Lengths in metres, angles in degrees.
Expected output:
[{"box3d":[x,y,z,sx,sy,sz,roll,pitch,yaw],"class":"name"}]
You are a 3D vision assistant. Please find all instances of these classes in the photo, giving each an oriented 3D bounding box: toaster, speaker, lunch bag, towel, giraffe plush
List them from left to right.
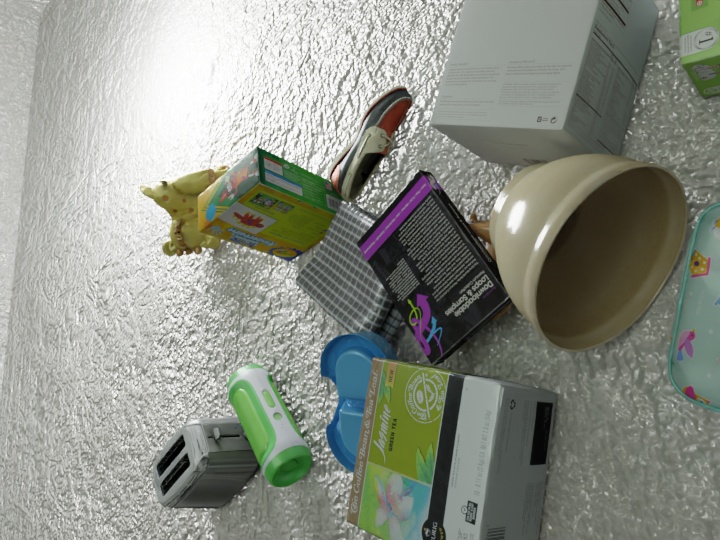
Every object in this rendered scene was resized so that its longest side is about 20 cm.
[{"box3d":[-0.354,-0.119,1.291,0.170,0.199,0.166,-3,105,40],"class":"giraffe plush"},{"box3d":[-0.274,0.341,1.079,0.200,0.128,0.115,-48,49,24],"class":"toaster"},{"box3d":[-0.153,0.252,1.017,0.089,0.088,0.201,-54,47,18],"class":"speaker"},{"box3d":[0.000,0.000,0.936,0.199,0.085,0.168,35,102,45],"class":"towel"},{"box3d":[0.367,0.035,0.536,0.159,0.076,0.205,21,108,51],"class":"lunch bag"}]

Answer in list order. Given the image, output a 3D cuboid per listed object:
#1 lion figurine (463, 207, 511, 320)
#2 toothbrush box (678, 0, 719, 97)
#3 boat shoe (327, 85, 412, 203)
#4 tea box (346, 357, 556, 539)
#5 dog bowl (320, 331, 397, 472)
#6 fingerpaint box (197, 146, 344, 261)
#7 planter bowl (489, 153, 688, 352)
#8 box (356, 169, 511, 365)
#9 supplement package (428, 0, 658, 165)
[{"box3d":[0.175,-0.008,0.786,0.121,0.072,0.205,16,104,36],"class":"lion figurine"},{"box3d":[0.423,-0.275,0.593,0.197,0.085,0.149,-8,73,44],"class":"toothbrush box"},{"box3d":[0.021,-0.200,0.984,0.201,0.070,0.063,-50,55,25],"class":"boat shoe"},{"box3d":[0.106,0.223,0.730,0.194,0.132,0.205,2,80,46],"class":"tea box"},{"box3d":[0.006,0.180,0.853,0.109,0.049,0.205,1,101,28],"class":"dog bowl"},{"box3d":[-0.144,-0.103,1.028,0.165,0.198,0.075,-30,57,35],"class":"fingerpaint box"},{"box3d":[0.222,-0.035,0.657,0.203,0.198,0.135,-61,36,12],"class":"planter bowl"},{"box3d":[0.091,-0.004,0.788,0.143,0.036,0.202,-46,63,32],"class":"box"},{"box3d":[0.219,-0.243,0.743,0.189,0.146,0.204,17,90,46],"class":"supplement package"}]
